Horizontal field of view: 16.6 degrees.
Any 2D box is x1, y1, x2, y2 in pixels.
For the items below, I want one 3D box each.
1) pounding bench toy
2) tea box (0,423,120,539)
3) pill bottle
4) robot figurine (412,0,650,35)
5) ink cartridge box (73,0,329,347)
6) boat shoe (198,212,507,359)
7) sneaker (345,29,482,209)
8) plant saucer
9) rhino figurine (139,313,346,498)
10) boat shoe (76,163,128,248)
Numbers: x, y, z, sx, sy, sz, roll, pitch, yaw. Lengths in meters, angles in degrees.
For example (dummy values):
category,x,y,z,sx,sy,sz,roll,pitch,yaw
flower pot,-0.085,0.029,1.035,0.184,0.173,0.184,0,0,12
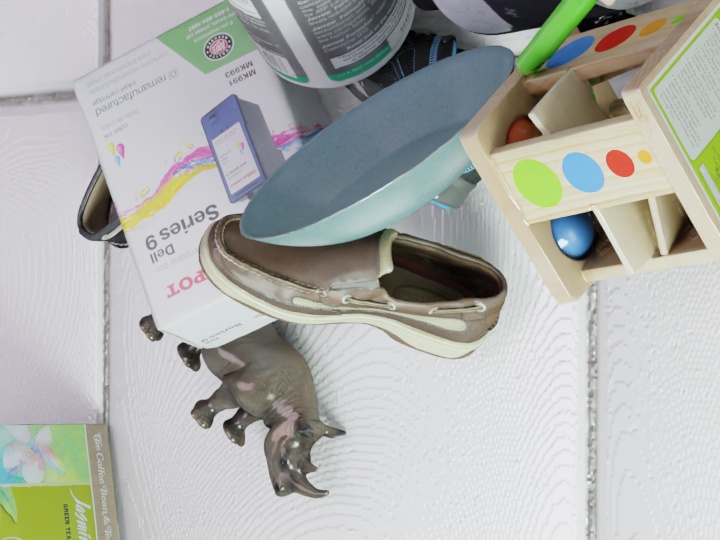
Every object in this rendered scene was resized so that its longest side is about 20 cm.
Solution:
category,x,y,z,sx,sy,sz,roll,pitch,yaw
pounding bench toy,0.140,-0.102,1.415,0.156,0.124,0.200,-11,119,46
tea box,-0.321,0.198,1.909,0.200,0.197,0.134,-18,76,46
pill bottle,-0.042,-0.208,1.549,0.113,0.200,0.113,-7,64,14
robot figurine,0.113,-0.211,1.513,0.200,0.150,0.125,-6,58,47
ink cartridge box,-0.093,-0.067,1.706,0.145,0.087,0.200,-25,72,15
boat shoe,0.000,-0.005,1.576,0.075,0.202,0.075,130,147,-50
sneaker,0.035,-0.132,1.644,0.082,0.073,0.200,-43,62,14
plant saucer,0.018,-0.066,1.519,0.201,0.201,0.039,-15,115,45
rhino figurine,-0.075,0.082,1.749,0.087,0.060,0.200,-44,60,18
boat shoe,-0.147,-0.097,1.827,0.200,0.060,0.074,-54,52,31
